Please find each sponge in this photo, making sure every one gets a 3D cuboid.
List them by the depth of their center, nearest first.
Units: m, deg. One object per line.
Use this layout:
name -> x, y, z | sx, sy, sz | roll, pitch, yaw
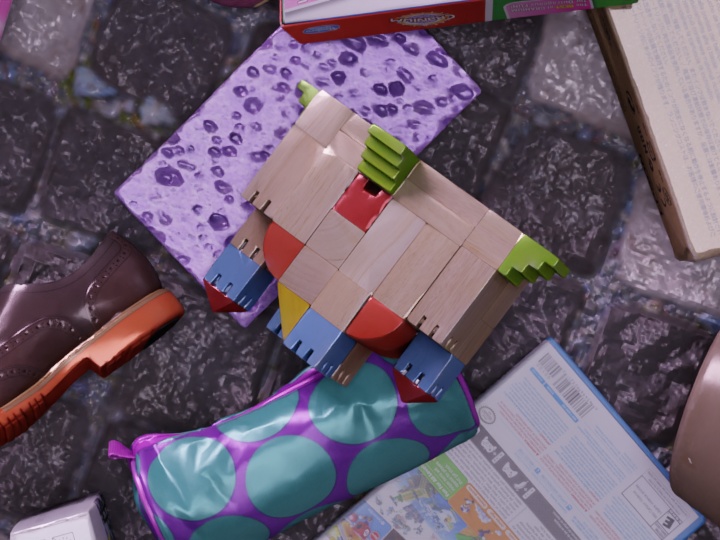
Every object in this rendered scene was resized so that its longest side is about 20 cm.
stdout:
sponge -> -0.037, -0.075, 1.494 | 0.200, 0.030, 0.112 | -45, 93, -2

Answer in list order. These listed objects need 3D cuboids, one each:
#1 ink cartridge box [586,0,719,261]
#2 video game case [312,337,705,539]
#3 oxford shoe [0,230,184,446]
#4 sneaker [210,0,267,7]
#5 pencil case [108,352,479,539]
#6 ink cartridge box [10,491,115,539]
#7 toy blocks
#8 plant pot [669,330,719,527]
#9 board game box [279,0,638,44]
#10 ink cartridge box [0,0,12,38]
ink cartridge box -> 0.230, -0.124, 1.477 | 0.165, 0.075, 0.200 | -19, 90, -3
video game case -> 0.083, 0.157, 1.506 | 0.200, 0.018, 0.143 | -41, 92, -1
oxford shoe -> -0.202, 0.053, 1.469 | 0.200, 0.071, 0.073 | -34, 85, -17
sneaker -> -0.114, -0.235, 1.459 | 0.075, 0.090, 0.200 | -38, 91, -1
pencil case -> -0.036, 0.096, 1.469 | 0.200, 0.085, 0.093 | -28, 107, -1
ink cartridge box -> -0.146, 0.232, 1.455 | 0.050, 0.109, 0.200 | -16, 91, -1
toy blocks -> 0.000, 0.000, 1.416 | 0.200, 0.100, 0.137 | 36, 89, 23
plant pot -> 0.275, 0.102, 1.442 | 0.174, 0.200, 0.201 | 20, 90, 17
board game box -> 0.052, -0.216, 1.446 | 0.200, 0.040, 0.153 | -5, 77, 15
ink cartridge box -> -0.287, -0.184, 1.436 | 0.200, 0.037, 0.095 | 15, 95, -29
